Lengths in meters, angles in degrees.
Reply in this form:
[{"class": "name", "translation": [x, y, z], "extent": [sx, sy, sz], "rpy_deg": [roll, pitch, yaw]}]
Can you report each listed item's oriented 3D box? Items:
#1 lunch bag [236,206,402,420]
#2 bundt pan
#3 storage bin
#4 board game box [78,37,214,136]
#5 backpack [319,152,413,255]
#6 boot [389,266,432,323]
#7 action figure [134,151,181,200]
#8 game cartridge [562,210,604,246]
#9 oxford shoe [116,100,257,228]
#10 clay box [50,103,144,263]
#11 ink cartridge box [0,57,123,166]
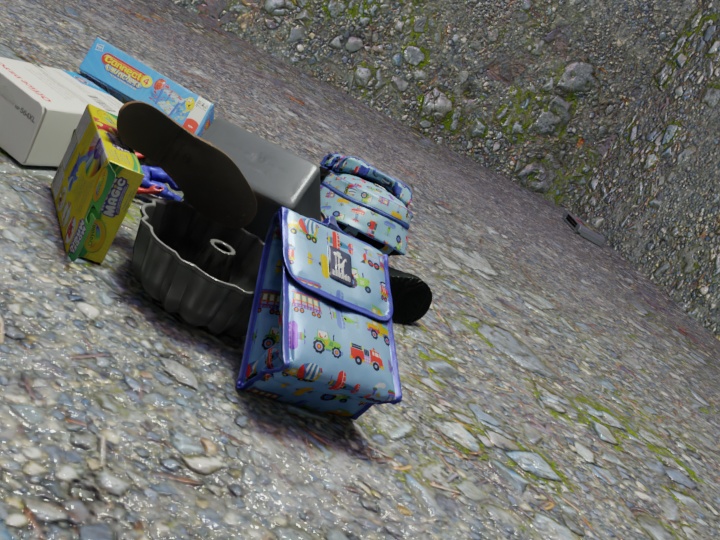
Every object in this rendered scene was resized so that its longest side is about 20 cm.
[{"class": "lunch bag", "translation": [-0.038, 0.037, 0.950], "extent": [0.149, 0.094, 0.204], "rpy_deg": [20, 59, -33]}, {"class": "bundt pan", "translation": [-0.172, 0.004, 1.013], "extent": [0.200, 0.076, 0.202], "rpy_deg": [29, 17, -9]}, {"class": "storage bin", "translation": [-0.144, -0.092, 1.149], "extent": [0.197, 0.135, 0.147], "rpy_deg": [26, 57, 10]}, {"class": "board game box", "translation": [-0.324, -0.253, 1.386], "extent": [0.194, 0.057, 0.200], "rpy_deg": [29, -11, -6]}, {"class": "backpack", "translation": [0.005, -0.102, 1.467], "extent": [0.180, 0.136, 0.200], "rpy_deg": [26, 1, -18]}, {"class": "boot", "translation": [0.000, 0.001, 1.354], "extent": [0.196, 0.074, 0.162], "rpy_deg": [17, 15, -44]}, {"class": "action figure", "translation": [-0.289, -0.127, 1.221], "extent": [0.198, 0.051, 0.067], "rpy_deg": [16, 57, -38]}, {"class": "game cartridge", "translation": [0.841, -0.155, 3.360], "extent": [0.132, 0.041, 0.201], "rpy_deg": [31, 16, -16]}, {"class": "oxford shoe", "translation": [-0.198, -0.128, 1.046], "extent": [0.200, 0.071, 0.071], "rpy_deg": [44, 1, -25]}, {"class": "clay box", "translation": [-0.298, -0.096, 1.012], "extent": [0.047, 0.116, 0.200], "rpy_deg": [19, 21, -34]}, {"class": "ink cartridge box", "translation": [-0.409, -0.207, 1.194], "extent": [0.145, 0.085, 0.199], "rpy_deg": [36, 17, 19]}]
